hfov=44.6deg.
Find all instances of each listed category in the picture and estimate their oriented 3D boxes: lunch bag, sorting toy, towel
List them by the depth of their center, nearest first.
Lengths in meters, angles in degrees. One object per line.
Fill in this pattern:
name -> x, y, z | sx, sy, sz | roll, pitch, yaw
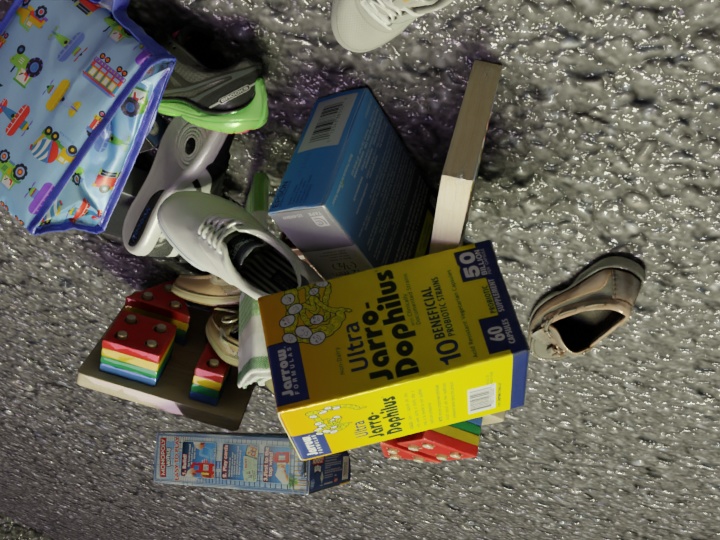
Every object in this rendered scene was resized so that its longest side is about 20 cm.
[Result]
lunch bag -> -0.259, -0.155, 0.763 | 0.150, 0.094, 0.200 | 39, 108, 18
towel -> -0.104, 0.016, 0.903 | 0.031, 0.201, 0.149 | 2, 168, -14
sorting toy -> 0.033, 0.173, 1.041 | 0.199, 0.070, 0.199 | 21, 158, -18
sorting toy -> -0.220, 0.088, 1.104 | 0.199, 0.199, 0.070 | 17, 119, -1

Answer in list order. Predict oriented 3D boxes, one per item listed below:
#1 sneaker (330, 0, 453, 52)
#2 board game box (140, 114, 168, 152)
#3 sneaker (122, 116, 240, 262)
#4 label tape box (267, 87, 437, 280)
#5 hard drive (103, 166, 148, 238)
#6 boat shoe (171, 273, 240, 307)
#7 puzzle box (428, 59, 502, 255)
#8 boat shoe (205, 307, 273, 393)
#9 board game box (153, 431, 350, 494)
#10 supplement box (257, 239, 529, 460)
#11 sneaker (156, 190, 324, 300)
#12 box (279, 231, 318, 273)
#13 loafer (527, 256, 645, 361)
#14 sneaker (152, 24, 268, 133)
sneaker -> 0.031, -0.209, 0.626 | 0.076, 0.092, 0.200 | 31, 145, -18
board game box -> -0.316, -0.163, 0.912 | 0.199, 0.035, 0.136 | -9, 138, 35
sneaker -> -0.156, -0.093, 0.908 | 0.112, 0.073, 0.200 | 8, 131, -45
label tape box -> 0.010, -0.046, 0.824 | 0.066, 0.144, 0.200 | -5, 140, 31
hard drive -> -0.291, -0.085, 0.956 | 0.200, 0.042, 0.135 | 21, 156, -41
boat shoe -> -0.140, 0.013, 1.060 | 0.199, 0.065, 0.071 | 4, 179, 26
puzzle box -> 0.086, -0.065, 0.771 | 0.025, 0.133, 0.200 | 14, 147, 7
boat shoe -> -0.112, 0.080, 1.011 | 0.200, 0.073, 0.063 | 26, 128, 42
board game box -> -0.128, 0.221, 1.032 | 0.199, 0.062, 0.200 | 1, 170, 12
supplement box -> 0.028, 0.068, 0.731 | 0.199, 0.109, 0.110 | -14, 147, -1
sneaker -> -0.111, -0.025, 0.796 | 0.200, 0.073, 0.071 | 30, 165, 22
box -> 0.000, 0.000, 0.938 | 0.075, 0.100, 0.200 | -6, 139, 34
loafer -> 0.231, 0.057, 0.940 | 0.072, 0.063, 0.200 | 23, 146, -6
sneaker -> -0.167, -0.183, 0.795 | 0.199, 0.077, 0.084 | 17, 109, 18
